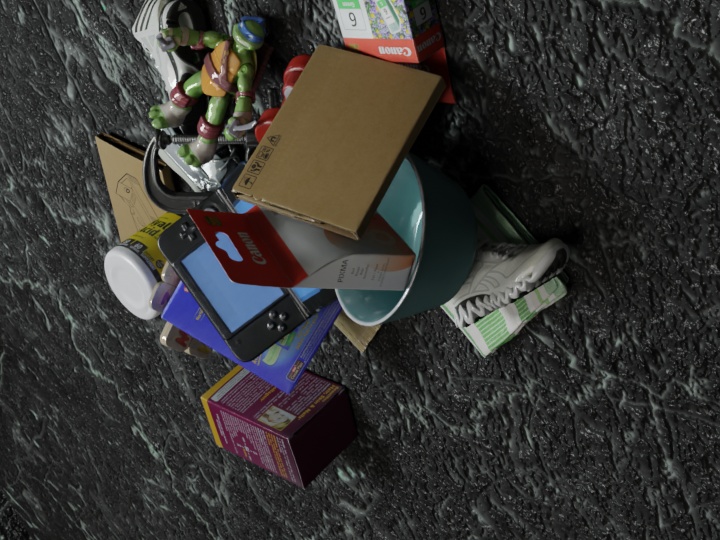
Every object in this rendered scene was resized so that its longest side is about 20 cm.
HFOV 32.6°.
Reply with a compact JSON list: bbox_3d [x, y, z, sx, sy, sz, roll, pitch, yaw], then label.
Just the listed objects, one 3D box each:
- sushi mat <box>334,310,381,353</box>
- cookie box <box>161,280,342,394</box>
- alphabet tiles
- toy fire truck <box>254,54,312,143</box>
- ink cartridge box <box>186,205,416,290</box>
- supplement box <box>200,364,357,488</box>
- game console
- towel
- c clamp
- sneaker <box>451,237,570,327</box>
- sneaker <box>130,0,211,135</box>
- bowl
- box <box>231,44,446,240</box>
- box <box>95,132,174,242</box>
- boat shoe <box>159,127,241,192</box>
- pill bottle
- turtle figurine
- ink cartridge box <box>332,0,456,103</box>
[{"bbox_3d":[-0.049,0.022,1.702,0.200,0.012,0.096,45,146,11],"label":"sushi mat"},{"bbox_3d":[-0.133,0.034,1.619,0.199,0.172,0.075,32,-174,-7],"label":"cookie box"},{"bbox_3d":[-0.205,0.021,1.708,0.014,0.202,0.195,22,177,36],"label":"alphabet tiles"},{"bbox_3d":[-0.020,-0.150,1.433,0.166,0.113,0.201,13,146,18],"label":"toy fire truck"},{"bbox_3d":[-0.063,-0.041,1.279,0.162,0.198,0.051,51,129,51],"label":"ink cartridge box"},{"bbox_3d":[-0.123,0.221,1.861,0.199,0.131,0.104,19,135,40],"label":"supplement box"},{"bbox_3d":[-0.141,-0.006,1.510,0.201,0.170,0.118,54,-176,0],"label":"game console"},{"bbox_3d":[0.148,0.008,1.449,0.153,0.023,0.200,49,146,7],"label":"towel"},{"bbox_3d":[-0.196,-0.151,1.617,0.197,0.027,0.173,-5,120,6],"label":"c clamp"},{"bbox_3d":[0.152,0.000,1.365,0.200,0.075,0.082,-32,84,54],"label":"sneaker"},{"bbox_3d":[-0.242,-0.274,1.634,0.115,0.075,0.203,32,138,46],"label":"sneaker"},{"bbox_3d":[0.057,-0.035,1.372,0.200,0.104,0.204,-16,72,58],"label":"bowl"},{"bbox_3d":[-0.023,-0.140,1.298,0.162,0.202,0.021,19,159,28],"label":"box"},{"bbox_3d":[-0.335,-0.101,1.908,0.162,0.021,0.202,26,138,35],"label":"box"},{"bbox_3d":[-0.202,-0.145,1.683,0.200,0.070,0.072,39,140,17],"label":"boat shoe"},{"bbox_3d":[-0.252,-0.028,1.729,0.111,0.200,0.112,29,139,29],"label":"pill bottle"},{"bbox_3d":[-0.198,-0.213,1.477,0.143,0.202,0.194,26,135,-14],"label":"turtle figurine"},{"bbox_3d":[0.030,-0.265,1.322,0.108,0.050,0.202,12,128,43],"label":"ink cartridge box"}]
